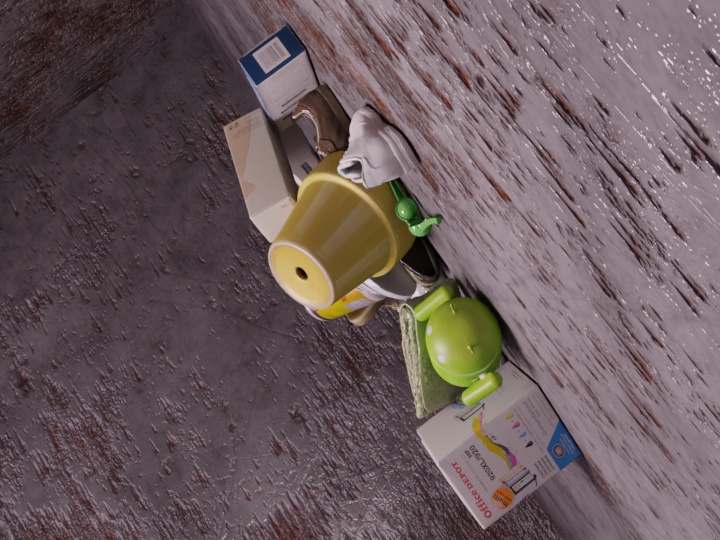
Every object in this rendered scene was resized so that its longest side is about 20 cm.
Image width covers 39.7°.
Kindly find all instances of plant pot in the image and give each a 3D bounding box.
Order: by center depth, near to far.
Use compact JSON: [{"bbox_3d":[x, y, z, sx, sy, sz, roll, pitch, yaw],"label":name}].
[{"bbox_3d":[-0.041,-0.049,1.547,0.198,0.189,0.203,27,143,23],"label":"plant pot"}]

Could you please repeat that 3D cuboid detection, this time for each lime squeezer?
[{"bbox_3d":[0.071,-0.092,1.454,0.071,0.037,0.201,57,178,-39],"label":"lime squeezer"}]

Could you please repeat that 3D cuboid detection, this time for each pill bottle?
[{"bbox_3d":[-0.013,0.015,1.814,0.108,0.198,0.111,23,-124,-40],"label":"pill bottle"}]

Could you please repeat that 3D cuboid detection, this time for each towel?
[{"bbox_3d":[0.128,0.126,1.631,0.036,0.147,0.204,5,112,43],"label":"towel"}]

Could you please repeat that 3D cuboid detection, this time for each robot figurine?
[{"bbox_3d":[0.158,0.109,1.513,0.178,0.114,0.200,63,180,18],"label":"robot figurine"}]

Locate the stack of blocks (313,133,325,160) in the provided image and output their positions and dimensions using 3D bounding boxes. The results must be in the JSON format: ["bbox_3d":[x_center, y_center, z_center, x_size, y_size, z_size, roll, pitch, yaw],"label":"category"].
[{"bbox_3d":[-0.020,-0.181,1.781,0.116,0.058,0.201,54,177,30],"label":"stack of blocks"}]

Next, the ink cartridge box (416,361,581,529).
[{"bbox_3d":[0.218,0.278,1.604,0.148,0.199,0.145,54,178,-14],"label":"ink cartridge box"}]

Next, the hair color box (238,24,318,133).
[{"bbox_3d":[-0.128,-0.312,1.643,0.061,0.099,0.200,54,177,15],"label":"hair color box"}]

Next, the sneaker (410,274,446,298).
[{"bbox_3d":[0.101,0.004,1.723,0.202,0.072,0.071,56,-179,-2],"label":"sneaker"}]

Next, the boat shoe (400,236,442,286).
[{"bbox_3d":[0.067,-0.062,1.657,0.200,0.073,0.065,46,172,1],"label":"boat shoe"}]

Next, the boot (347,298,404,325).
[{"bbox_3d":[0.071,0.066,1.925,0.071,0.201,0.156,0,134,49],"label":"boot"}]

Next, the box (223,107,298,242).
[{"bbox_3d":[-0.159,-0.161,1.677,0.095,0.077,0.203,55,-167,-56],"label":"box"}]

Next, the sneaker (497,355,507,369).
[{"bbox_3d":[0.233,0.188,1.702,0.202,0.075,0.081,55,169,6],"label":"sneaker"}]

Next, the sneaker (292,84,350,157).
[{"bbox_3d":[-0.033,-0.198,1.611,0.202,0.075,0.070,56,177,2],"label":"sneaker"}]

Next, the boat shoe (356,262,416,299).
[{"bbox_3d":[0.000,0.000,1.693,0.197,0.074,0.066,27,147,-1],"label":"boat shoe"}]

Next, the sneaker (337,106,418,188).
[{"bbox_3d":[0.004,-0.156,1.310,0.076,0.088,0.200,54,179,-22],"label":"sneaker"}]

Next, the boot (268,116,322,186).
[{"bbox_3d":[-0.107,-0.189,1.811,0.202,0.072,0.090,55,173,1],"label":"boot"}]
